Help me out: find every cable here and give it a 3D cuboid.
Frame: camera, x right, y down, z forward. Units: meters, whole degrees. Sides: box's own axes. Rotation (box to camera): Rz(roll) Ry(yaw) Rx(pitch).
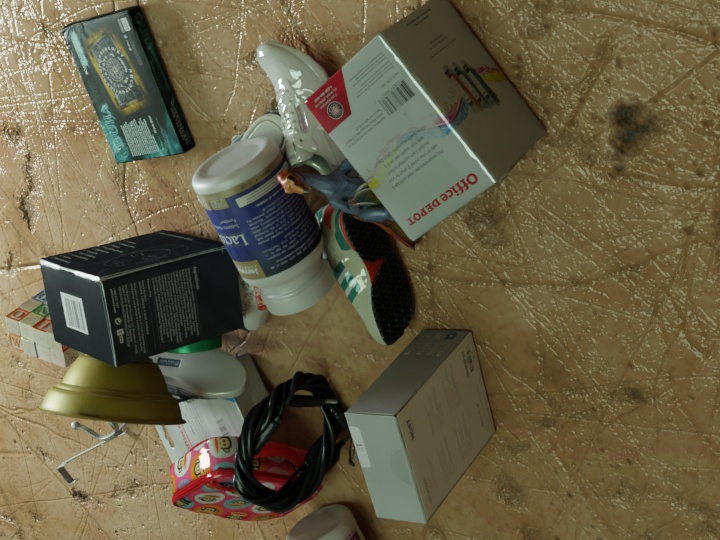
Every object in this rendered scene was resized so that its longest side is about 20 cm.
[{"bbox_3d":[-0.096,0.236,1.686,0.051,0.200,0.164,17,138,47],"label":"cable"}]

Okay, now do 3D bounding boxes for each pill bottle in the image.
[{"bbox_3d":[-0.022,0.460,1.830,0.112,0.112,0.201,-16,107,40],"label":"pill bottle"},{"bbox_3d":[-0.113,-0.052,1.502,0.115,0.116,0.201,-7,121,37],"label":"pill bottle"}]

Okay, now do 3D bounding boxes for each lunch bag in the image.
[{"bbox_3d":[-0.158,0.295,1.779,0.176,0.199,0.082,-36,50,40],"label":"lunch bag"}]

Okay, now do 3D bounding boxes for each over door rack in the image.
[{"bbox_3d":[-0.396,0.234,1.924,0.067,0.148,0.200,45,132,0],"label":"over door rack"}]

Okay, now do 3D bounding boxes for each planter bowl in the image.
[{"bbox_3d":[-0.328,0.154,1.649,0.199,0.200,0.084,4,86,33],"label":"planter bowl"}]

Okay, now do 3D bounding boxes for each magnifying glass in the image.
[{"bbox_3d":[-0.235,0.095,1.722,0.079,0.200,0.023,-5,96,-8],"label":"magnifying glass"}]

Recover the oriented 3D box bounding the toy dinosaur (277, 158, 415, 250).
[{"bbox_3d":[-0.009,-0.077,1.430,0.180,0.105,0.201,1,132,-8],"label":"toy dinosaur"}]

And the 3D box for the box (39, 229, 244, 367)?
[{"bbox_3d":[-0.294,0.031,1.649,0.199,0.196,0.125,12,114,53],"label":"box"}]

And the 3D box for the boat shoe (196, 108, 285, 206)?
[{"bbox_3d":[-0.141,-0.143,1.573,0.075,0.062,0.200,47,131,3],"label":"boat shoe"}]

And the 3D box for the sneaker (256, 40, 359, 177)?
[{"bbox_3d":[-0.066,-0.185,1.465,0.200,0.100,0.075,51,161,-1],"label":"sneaker"}]

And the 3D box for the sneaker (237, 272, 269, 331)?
[{"bbox_3d":[-0.115,0.011,1.646,0.107,0.067,0.203,21,125,26],"label":"sneaker"}]

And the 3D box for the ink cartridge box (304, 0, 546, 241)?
[{"bbox_3d":[0.073,-0.167,1.352,0.145,0.145,0.200,-34,96,43],"label":"ink cartridge box"}]

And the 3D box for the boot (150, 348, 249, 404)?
[{"bbox_3d":[-0.239,0.155,1.748,0.199,0.073,0.091,11,149,21],"label":"boot"}]

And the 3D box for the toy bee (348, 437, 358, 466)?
[{"bbox_3d":[0.050,0.224,1.651,0.108,0.200,0.132,9,94,-4],"label":"toy bee"}]

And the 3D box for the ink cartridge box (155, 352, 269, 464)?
[{"bbox_3d":[-0.220,0.213,1.830,0.200,0.067,0.116,-30,84,43],"label":"ink cartridge box"}]

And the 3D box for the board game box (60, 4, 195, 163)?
[{"bbox_3d":[-0.313,-0.246,1.650,0.135,0.028,0.201,-3,116,36],"label":"board game box"}]

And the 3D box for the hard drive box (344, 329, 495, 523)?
[{"bbox_3d":[0.080,0.189,1.533,0.076,0.200,0.157,0,117,34],"label":"hard drive box"}]

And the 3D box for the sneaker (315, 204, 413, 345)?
[{"bbox_3d":[0.000,0.000,1.573,0.093,0.070,0.201,9,126,51],"label":"sneaker"}]

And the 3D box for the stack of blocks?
[{"bbox_3d":[-0.428,0.093,1.882,0.199,0.115,0.059,16,126,26],"label":"stack of blocks"}]
